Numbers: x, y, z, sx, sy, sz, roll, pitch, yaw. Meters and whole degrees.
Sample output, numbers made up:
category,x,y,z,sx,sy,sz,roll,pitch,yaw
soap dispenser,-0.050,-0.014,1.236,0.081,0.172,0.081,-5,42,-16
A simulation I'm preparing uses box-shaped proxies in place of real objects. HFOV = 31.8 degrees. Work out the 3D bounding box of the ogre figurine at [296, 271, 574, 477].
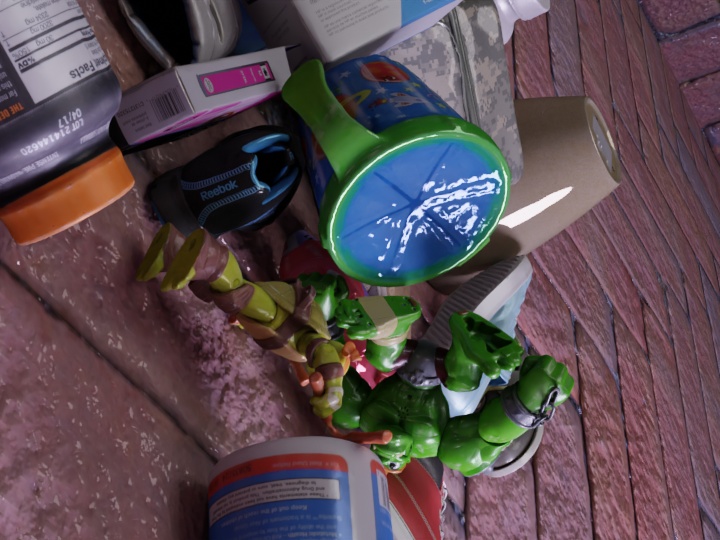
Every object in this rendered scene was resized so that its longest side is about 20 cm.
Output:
category,x,y,z,sx,sy,sz,roll,pitch,yaw
ogre figurine,0.041,0.082,0.900,0.098,0.200,0.120,-88,-173,-55

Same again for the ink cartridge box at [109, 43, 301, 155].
category,x,y,z,sx,sy,sz,roll,pitch,yaw
ink cartridge box,-0.109,-0.112,0.837,0.037,0.095,0.200,65,23,-7

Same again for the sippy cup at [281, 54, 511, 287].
category,x,y,z,sx,sy,sz,roll,pitch,yaw
sippy cup,0.019,-0.080,0.892,0.178,0.139,0.130,87,-17,-44

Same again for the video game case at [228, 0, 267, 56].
category,x,y,z,sx,sy,sz,roll,pitch,yaw
video game case,-0.097,-0.283,1.068,0.200,0.045,0.181,67,24,-8

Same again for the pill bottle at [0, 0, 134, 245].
category,x,y,z,sx,sy,sz,roll,pitch,yaw
pill bottle,-0.192,-0.114,0.644,0.200,0.106,0.106,64,24,-15

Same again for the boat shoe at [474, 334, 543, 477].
category,x,y,z,sx,sy,sz,roll,pitch,yaw
boat shoe,0.132,0.122,1.218,0.060,0.072,0.202,59,19,-21

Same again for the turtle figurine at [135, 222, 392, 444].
category,x,y,z,sx,sy,sz,roll,pitch,yaw
turtle figurine,-0.055,0.032,0.797,0.161,0.064,0.200,37,2,-29

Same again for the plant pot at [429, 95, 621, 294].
category,x,y,z,sx,sy,sz,roll,pitch,yaw
plant pot,0.150,-0.095,1.265,0.187,0.200,0.187,48,31,-42

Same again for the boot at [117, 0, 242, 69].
category,x,y,z,sx,sy,sz,roll,pitch,yaw
boot,-0.145,-0.235,0.883,0.200,0.073,0.096,64,17,-15

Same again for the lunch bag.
category,x,y,z,sx,sy,sz,roll,pitch,yaw
lunch bag,0.037,-0.135,1.097,0.168,0.139,0.200,-23,109,-42

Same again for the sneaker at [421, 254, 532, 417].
category,x,y,z,sx,sy,sz,roll,pitch,yaw
sneaker,0.114,0.064,1.184,0.200,0.074,0.082,-47,111,-39

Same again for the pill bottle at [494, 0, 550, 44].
category,x,y,z,sx,sy,sz,roll,pitch,yaw
pill bottle,0.075,-0.250,1.220,0.113,0.200,0.113,46,33,-43

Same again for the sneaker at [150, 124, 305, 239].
category,x,y,z,sx,sy,sz,roll,pitch,yaw
sneaker,-0.070,-0.066,0.905,0.073,0.082,0.200,64,23,-10

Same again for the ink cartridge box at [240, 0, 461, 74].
category,x,y,z,sx,sy,sz,roll,pitch,yaw
ink cartridge box,-0.031,-0.258,0.956,0.145,0.084,0.200,-31,92,-23

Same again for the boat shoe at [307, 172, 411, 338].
category,x,y,z,sx,sy,sz,roll,pitch,yaw
boat shoe,0.000,0.000,1.029,0.072,0.065,0.200,-68,152,-59

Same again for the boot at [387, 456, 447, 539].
category,x,y,z,sx,sy,sz,roll,pitch,yaw
boot,0.053,0.220,0.956,0.200,0.072,0.144,64,26,-6

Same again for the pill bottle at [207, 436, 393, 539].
category,x,y,z,sx,sy,sz,roll,pitch,yaw
pill bottle,-0.032,0.208,0.732,0.112,0.112,0.200,40,37,-50

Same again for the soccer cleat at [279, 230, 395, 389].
category,x,y,z,sx,sy,sz,roll,pitch,yaw
soccer cleat,-0.003,0.055,0.987,0.200,0.067,0.076,58,6,-32
